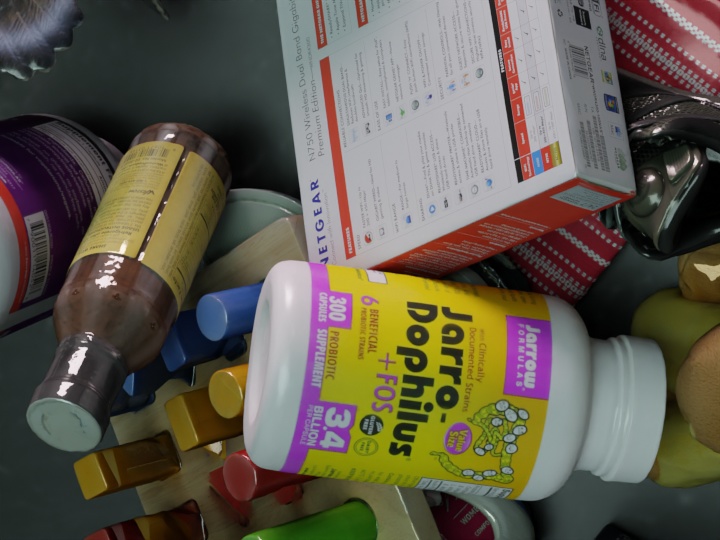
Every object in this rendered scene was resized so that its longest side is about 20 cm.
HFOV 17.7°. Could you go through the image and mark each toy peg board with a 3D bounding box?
[{"bbox_3d":[-0.084,0.103,1.249,0.200,0.098,0.200,-31,77,42],"label":"toy peg board"}]

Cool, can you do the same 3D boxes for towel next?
[{"bbox_3d":[0.110,-0.093,1.229,0.144,0.022,0.200,38,113,8],"label":"towel"}]

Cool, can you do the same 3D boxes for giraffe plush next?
[{"bbox_3d":[0.216,0.067,1.143,0.199,0.162,0.174,4,102,20],"label":"giraffe plush"}]

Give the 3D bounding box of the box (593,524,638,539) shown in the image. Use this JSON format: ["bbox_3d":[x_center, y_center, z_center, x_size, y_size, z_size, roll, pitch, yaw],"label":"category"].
[{"bbox_3d":[0.168,0.247,1.180,0.198,0.200,0.124,28,108,12],"label":"box"}]

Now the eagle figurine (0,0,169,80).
[{"bbox_3d":[-0.193,-0.209,1.226,0.151,0.151,0.201,-16,109,-13],"label":"eagle figurine"}]

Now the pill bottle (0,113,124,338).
[{"bbox_3d":[-0.197,-0.024,1.261,0.112,0.200,0.113,4,102,19],"label":"pill bottle"}]

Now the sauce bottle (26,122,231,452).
[{"bbox_3d":[-0.123,0.008,1.208,0.064,0.200,0.065,11,136,11],"label":"sauce bottle"}]

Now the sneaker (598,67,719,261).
[{"bbox_3d":[0.123,-0.059,1.162,0.198,0.114,0.077,13,106,18],"label":"sneaker"}]

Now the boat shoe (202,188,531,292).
[{"bbox_3d":[0.000,0.000,1.268,0.199,0.060,0.076,23,115,30],"label":"boat shoe"}]

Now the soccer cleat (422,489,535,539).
[{"bbox_3d":[0.015,0.099,1.268,0.200,0.086,0.070,42,112,9],"label":"soccer cleat"}]

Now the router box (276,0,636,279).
[{"bbox_3d":[0.042,-0.106,1.171,0.179,0.049,0.201,-23,66,40],"label":"router box"}]

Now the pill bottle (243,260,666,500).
[{"bbox_3d":[0.046,0.058,1.148,0.199,0.104,0.105,7,105,-9],"label":"pill bottle"}]
